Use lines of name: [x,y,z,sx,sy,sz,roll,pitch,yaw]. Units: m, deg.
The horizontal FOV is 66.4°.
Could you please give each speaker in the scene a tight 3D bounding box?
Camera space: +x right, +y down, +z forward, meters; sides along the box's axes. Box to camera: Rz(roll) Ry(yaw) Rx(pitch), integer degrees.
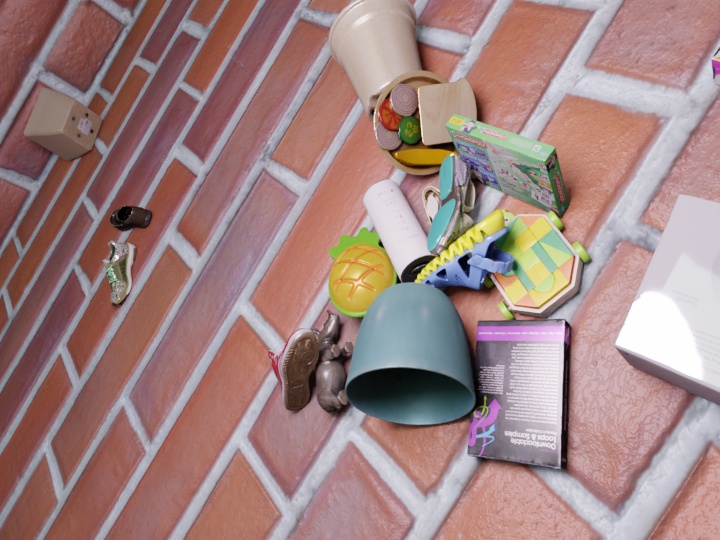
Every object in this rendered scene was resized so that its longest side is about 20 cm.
speaker: [0.073,-0.071,1.009,0.081,0.081,0.204,-38,51,18]

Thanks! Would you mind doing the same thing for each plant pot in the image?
plant pot: [0.079,0.121,0.854,0.196,0.200,0.166,-17,49,31]
plant pot: [0.049,-0.414,1.123,0.196,0.198,0.189,-27,68,26]
plant pot: [-1.112,-0.555,2.099,0.171,0.199,0.207,7,75,28]

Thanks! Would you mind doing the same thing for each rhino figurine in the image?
rhino figurine: [-0.054,0.165,1.022,0.087,0.058,0.206,-41,47,42]

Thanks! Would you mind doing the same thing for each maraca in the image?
maraca: [0.000,0.000,1.023,0.132,0.108,0.205,-16,48,6]

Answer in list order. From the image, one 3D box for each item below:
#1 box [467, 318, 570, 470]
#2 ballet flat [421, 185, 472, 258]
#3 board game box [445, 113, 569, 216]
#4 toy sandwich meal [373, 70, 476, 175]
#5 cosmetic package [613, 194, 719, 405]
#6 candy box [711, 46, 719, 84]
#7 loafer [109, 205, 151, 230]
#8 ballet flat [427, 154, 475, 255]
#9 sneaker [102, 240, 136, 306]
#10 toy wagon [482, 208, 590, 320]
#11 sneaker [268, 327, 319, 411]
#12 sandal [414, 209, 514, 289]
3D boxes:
box: [0.232,0.176,0.809,0.139,0.036,0.207,-5,67,38]
ballet flat: [0.148,-0.062,0.959,0.067,0.062,0.205,-35,53,26]
board game box: [0.235,-0.171,0.887,0.029,0.135,0.198,-47,48,-8]
toy sandwich meal: [0.121,-0.274,1.010,0.209,0.201,0.070,-59,6,0]
cosmetic package: [0.438,0.051,0.639,0.196,0.122,0.205,25,86,42]
candy box: [0.587,-0.330,0.726,0.136,0.060,0.203,38,97,41]
loafer: [-0.719,-0.172,1.691,0.195,0.071,0.076,-2,69,37]
ballet flat: [0.159,-0.104,0.914,0.070,0.072,0.206,-10,51,34]
sneaker: [-0.719,0.003,1.604,0.075,0.088,0.207,-20,60,29]
toy wagon: [0.257,-0.025,0.872,0.154,0.039,0.203,-40,51,18]
sneaker: [-0.129,0.156,1.032,0.114,0.069,0.205,-118,31,-43]
sandal: [0.165,-0.004,0.870,0.088,0.079,0.199,53,130,3]
